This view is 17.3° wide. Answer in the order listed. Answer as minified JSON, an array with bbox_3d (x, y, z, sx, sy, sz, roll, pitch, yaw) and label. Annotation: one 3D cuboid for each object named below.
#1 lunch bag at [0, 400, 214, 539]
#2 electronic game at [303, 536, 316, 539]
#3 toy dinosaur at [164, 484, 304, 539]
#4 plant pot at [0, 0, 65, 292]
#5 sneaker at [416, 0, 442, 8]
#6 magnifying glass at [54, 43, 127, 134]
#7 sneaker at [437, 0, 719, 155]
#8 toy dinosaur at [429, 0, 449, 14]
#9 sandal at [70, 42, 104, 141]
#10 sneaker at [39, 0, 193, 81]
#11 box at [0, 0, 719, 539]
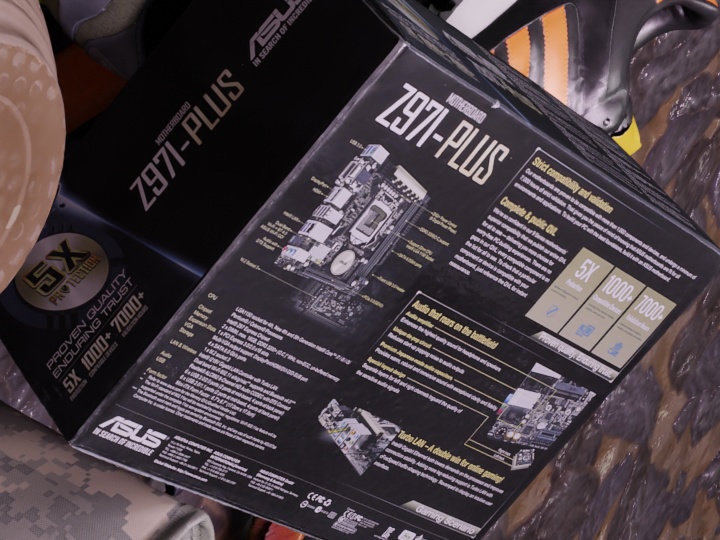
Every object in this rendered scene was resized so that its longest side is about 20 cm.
[{"bbox_3d":[-0.165,0.134,0.751,0.200,0.164,0.118,-41,144,-37],"label":"lunch bag"},{"bbox_3d":[0.018,0.092,1.124,0.200,0.042,0.200,-49,171,-10],"label":"electronic game"},{"bbox_3d":[0.002,0.052,1.010,0.181,0.200,0.105,-17,154,-15],"label":"toy dinosaur"},{"bbox_3d":[-0.154,-0.038,0.701,0.201,0.093,0.201,-41,145,-36],"label":"plant pot"},{"bbox_3d":[-0.007,-0.109,0.904,0.076,0.091,0.200,-29,138,-52],"label":"sneaker"},{"bbox_3d":[-0.051,-0.097,0.831,0.200,0.080,0.022,-35,180,-11],"label":"magnifying glass"},{"bbox_3d":[0.059,-0.059,0.894,0.200,0.090,0.070,-51,179,-18],"label":"sneaker"},{"bbox_3d":[0.047,-0.074,1.072,0.102,0.077,0.200,-32,146,-28],"label":"toy dinosaur"},{"bbox_3d":[-0.060,-0.025,0.897,0.076,0.043,0.200,-45,127,-28],"label":"sandal"},{"bbox_3d":[-0.023,-0.133,0.789,0.200,0.081,0.074,-35,166,2],"label":"sneaker"},{"bbox_3d":[0.000,0.000,0.796,0.164,0.086,0.200,-50,139,12],"label":"box"}]
